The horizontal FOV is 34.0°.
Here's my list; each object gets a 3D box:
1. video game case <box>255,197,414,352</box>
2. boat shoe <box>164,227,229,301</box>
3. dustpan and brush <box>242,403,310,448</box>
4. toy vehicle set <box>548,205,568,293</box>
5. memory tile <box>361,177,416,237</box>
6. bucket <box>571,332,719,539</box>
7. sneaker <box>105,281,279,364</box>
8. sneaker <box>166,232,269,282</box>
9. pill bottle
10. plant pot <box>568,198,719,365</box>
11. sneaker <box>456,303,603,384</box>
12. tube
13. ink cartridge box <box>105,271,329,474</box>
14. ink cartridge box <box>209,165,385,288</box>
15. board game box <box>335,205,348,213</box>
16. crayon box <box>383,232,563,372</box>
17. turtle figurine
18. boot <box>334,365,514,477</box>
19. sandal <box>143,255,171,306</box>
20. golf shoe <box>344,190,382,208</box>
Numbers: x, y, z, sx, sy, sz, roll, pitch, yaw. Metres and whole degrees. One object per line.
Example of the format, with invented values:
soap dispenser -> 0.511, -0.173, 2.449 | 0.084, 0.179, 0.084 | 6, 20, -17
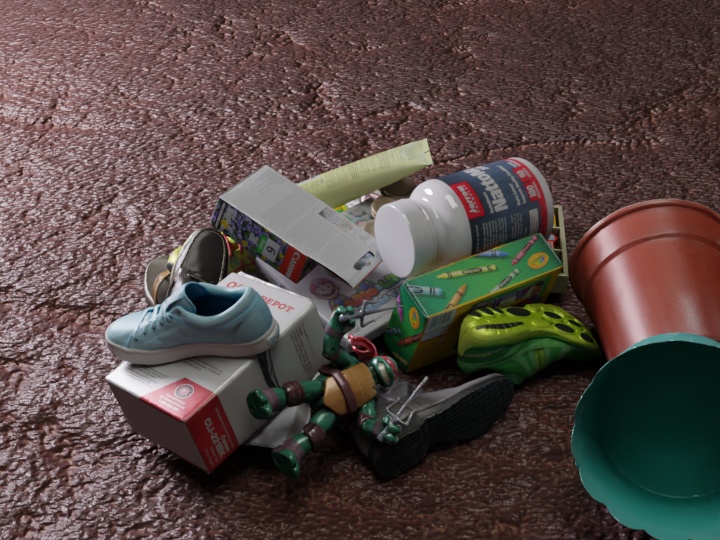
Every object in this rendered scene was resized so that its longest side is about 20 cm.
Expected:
video game case -> 0.000, 0.000, 1.476 | 0.199, 0.024, 0.182 | -30, 55, -32
boat shoe -> -0.194, 0.039, 1.383 | 0.073, 0.065, 0.201 | 18, 71, -16
dustpan and brush -> -0.100, 0.141, 1.336 | 0.139, 0.058, 0.200 | 3, 40, 26
toy vehicle set -> 0.212, -0.035, 1.582 | 0.123, 0.027, 0.200 | 3, 30, 5
memory tile -> 0.109, -0.058, 1.528 | 0.199, 0.017, 0.154 | 14, 41, 5
bucket -> 0.314, 0.157, 1.161 | 0.206, 0.209, 0.135 | 11, 6, 15
sneaker -> -0.184, 0.044, 1.231 | 0.198, 0.082, 0.074 | -7, 36, 17
sneaker -> -0.158, -0.030, 1.490 | 0.199, 0.091, 0.078 | -15, 53, -46
pill bottle -> 0.124, -0.059, 1.430 | 0.199, 0.120, 0.120 | -17, 38, -28
plant pot -> 0.351, 0.058, 1.338 | 0.199, 0.202, 0.196 | -1, 42, -1
sneaker -> 0.194, 0.088, 1.384 | 0.199, 0.084, 0.074 | 4, 34, -27
tube -> 0.000, -0.120, 1.557 | 0.199, 0.052, 0.058 | -22, 71, 8
ink cartridge box -> -0.150, 0.104, 1.279 | 0.144, 0.084, 0.200 | 19, 50, 42
ink cartridge box -> -0.072, -0.041, 1.438 | 0.199, 0.051, 0.109 | 34, 38, 11
board game box -> -0.048, -0.041, 1.588 | 0.101, 0.048, 0.200 | -19, 39, -24
crayon box -> 0.134, 0.038, 1.404 | 0.199, 0.119, 0.058 | -19, 60, -25
turtle figurine -> -0.015, 0.127, 1.238 | 0.199, 0.101, 0.150 | -28, 76, -27
boot -> 0.062, 0.139, 1.315 | 0.199, 0.070, 0.132 | -20, 37, -26
sandal -> -0.235, 0.036, 1.472 | 0.081, 0.055, 0.201 | -3, 35, -5
golf shoe -> 0.029, -0.074, 1.632 | 0.088, 0.077, 0.200 | -27, 36, -4
